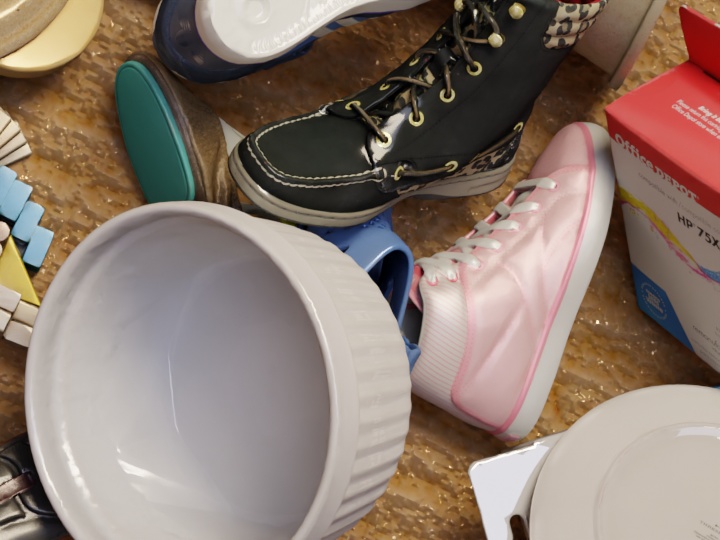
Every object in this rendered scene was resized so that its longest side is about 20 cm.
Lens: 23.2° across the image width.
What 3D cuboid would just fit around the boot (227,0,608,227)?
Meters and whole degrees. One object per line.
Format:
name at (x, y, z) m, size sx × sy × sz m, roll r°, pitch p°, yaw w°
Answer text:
boot at (0.034, -0.104, 0.949) m, size 0.203 × 0.154 × 0.074 m, roll -11°, pitch 55°, yaw -41°

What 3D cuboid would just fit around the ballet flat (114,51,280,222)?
ballet flat at (-0.082, -0.035, 1.024) m, size 0.072 × 0.068 × 0.201 m, roll -17°, pitch 87°, yaw -35°

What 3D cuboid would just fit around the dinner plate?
dinner plate at (0.194, 0.149, 0.979) m, size 0.199 × 0.024 × 0.201 m, roll 2°, pitch 60°, yaw -4°

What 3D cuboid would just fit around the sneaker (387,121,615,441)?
sneaker at (0.079, -0.008, 1.047) m, size 0.104 × 0.075 × 0.201 m, roll 21°, pitch 82°, yaw -15°

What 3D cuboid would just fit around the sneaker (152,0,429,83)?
sneaker at (-0.026, -0.168, 0.989) m, size 0.200 × 0.146 × 0.081 m, roll -30°, pitch 102°, yaw -19°

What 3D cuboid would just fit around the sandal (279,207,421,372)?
sandal at (0.000, 0.000, 1.003) m, size 0.079 × 0.087 × 0.201 m, roll 21°, pitch 59°, yaw -37°

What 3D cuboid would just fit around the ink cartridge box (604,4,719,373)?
ink cartridge box at (0.206, -0.039, 1.010) m, size 0.067 × 0.116 × 0.200 m, roll -30°, pitch 131°, yaw -15°

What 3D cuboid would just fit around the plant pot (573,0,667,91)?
plant pot at (0.116, -0.238, 1.043) m, size 0.183 × 0.200 × 0.201 m, roll 27°, pitch 77°, yaw 3°

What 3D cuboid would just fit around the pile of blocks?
pile of blocks at (-0.217, -0.049, 0.990) m, size 0.082 × 0.062 × 0.200 m, roll -29°, pitch 90°, yaw -15°

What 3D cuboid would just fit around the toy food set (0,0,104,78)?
toy food set at (-0.249, -0.198, 0.995) m, size 0.199 × 0.049 × 0.199 m, roll -8°, pitch 72°, yaw -17°

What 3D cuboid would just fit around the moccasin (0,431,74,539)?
moccasin at (-0.195, 0.143, 0.964) m, size 0.201 × 0.078 × 0.074 m, roll -30°, pitch 74°, yaw -34°

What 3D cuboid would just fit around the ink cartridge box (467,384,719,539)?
ink cartridge box at (0.160, 0.144, 1.050) m, size 0.199 × 0.068 × 0.116 m, roll -14°, pitch 84°, yaw -15°

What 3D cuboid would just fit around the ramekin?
ramekin at (-0.067, 0.065, 0.917) m, size 0.105 × 0.200 × 0.201 m, roll -2°, pitch 80°, yaw -58°
